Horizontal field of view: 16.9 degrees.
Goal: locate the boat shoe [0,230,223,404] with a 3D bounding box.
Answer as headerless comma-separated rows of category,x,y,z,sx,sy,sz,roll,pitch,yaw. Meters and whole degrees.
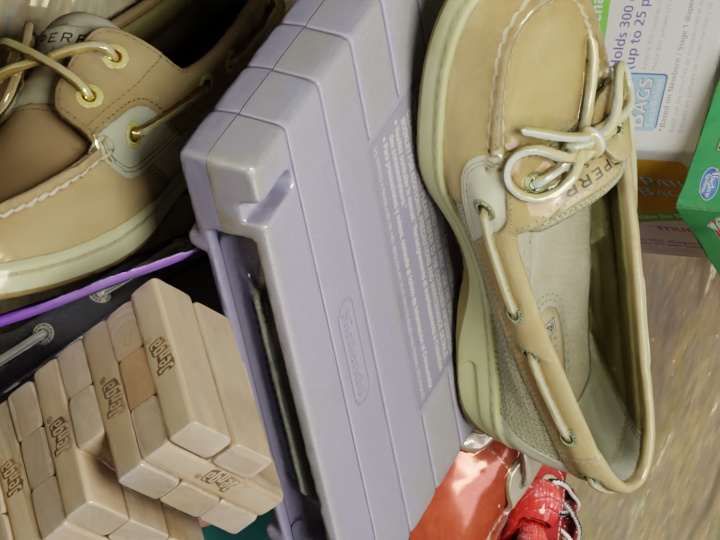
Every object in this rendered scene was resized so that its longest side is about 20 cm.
boat shoe,-0.113,0.051,0.793,0.199,0.063,0.073,-28,146,-12

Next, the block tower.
block tower,-0.110,0.088,0.722,0.200,0.058,0.054,-37,139,21

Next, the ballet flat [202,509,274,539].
ballet flat,-0.068,0.122,0.893,0.200,0.069,0.070,-40,136,-26

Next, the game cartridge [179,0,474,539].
game cartridge,0.000,0.000,0.777,0.201,0.038,0.130,79,30,-42

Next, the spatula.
spatula,-0.134,0.045,0.723,0.200,0.021,0.057,-37,178,11

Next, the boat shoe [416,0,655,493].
boat shoe,0.065,-0.014,0.778,0.073,0.063,0.202,-32,136,-31

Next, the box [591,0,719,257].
box,0.114,-0.114,0.883,0.101,0.112,0.201,36,63,-52

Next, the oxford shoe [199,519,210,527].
oxford shoe,-0.012,0.004,0.879,0.200,0.071,0.074,-45,131,-27

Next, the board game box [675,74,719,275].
board game box,0.175,-0.026,0.860,0.200,0.029,0.135,49,56,-48

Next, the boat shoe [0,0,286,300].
boat shoe,-0.085,-0.048,0.757,0.200,0.074,0.067,-39,128,-53

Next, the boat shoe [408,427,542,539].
boat shoe,0.046,0.051,0.909,0.071,0.062,0.201,56,36,-28

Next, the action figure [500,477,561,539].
action figure,0.034,0.172,0.912,0.065,0.052,0.201,29,80,-34

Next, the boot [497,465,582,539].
boot,0.084,0.114,0.990,0.201,0.144,0.072,-59,142,-8
